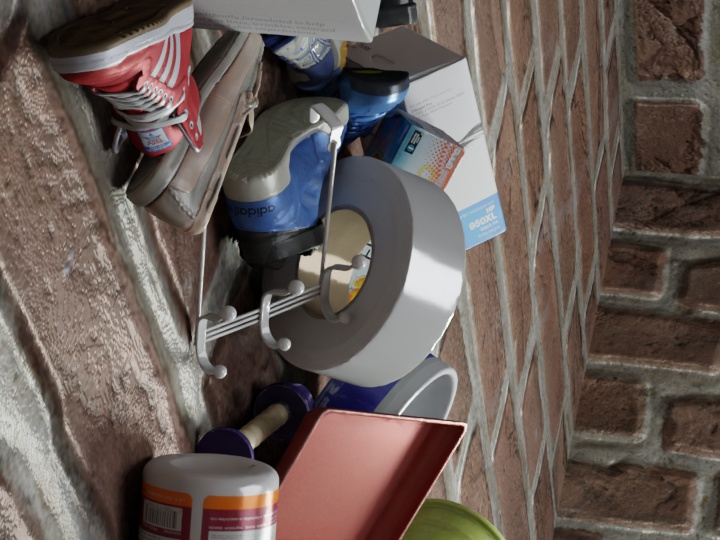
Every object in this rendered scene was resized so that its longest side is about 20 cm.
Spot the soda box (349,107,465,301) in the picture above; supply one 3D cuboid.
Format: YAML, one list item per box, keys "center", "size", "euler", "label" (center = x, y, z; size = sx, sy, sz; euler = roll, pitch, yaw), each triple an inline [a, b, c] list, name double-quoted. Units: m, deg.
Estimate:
- center: [0.018, -0.052, 1.793]
  size: [0.200, 0.068, 0.064]
  euler: [-61, -152, 11]
  label: "soda box"

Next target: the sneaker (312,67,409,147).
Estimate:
- center: [0.002, -0.153, 1.761]
  size: [0.200, 0.066, 0.079]
  euler: [-157, -112, -74]
  label: "sneaker"

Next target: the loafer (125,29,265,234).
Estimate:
- center: [-0.114, -0.108, 1.426]
  size: [0.063, 0.072, 0.200]
  euler: [40, 48, -18]
  label: "loafer"

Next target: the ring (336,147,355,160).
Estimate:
- center: [0.010, -0.033, 1.939]
  size: [0.200, 0.019, 0.201]
  euler: [-14, 90, -82]
  label: "ring"

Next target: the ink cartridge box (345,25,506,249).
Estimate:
- center: [0.062, -0.132, 1.898]
  size: [0.145, 0.084, 0.200]
  euler: [37, -32, 57]
  label: "ink cartridge box"

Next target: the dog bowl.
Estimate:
- center: [0.011, 0.163, 1.872]
  size: [0.200, 0.079, 0.200]
  euler: [-49, 161, -24]
  label: "dog bowl"

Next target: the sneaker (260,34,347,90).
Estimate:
- center: [-0.061, -0.219, 1.653]
  size: [0.088, 0.075, 0.200]
  euler: [-29, 159, -19]
  label: "sneaker"

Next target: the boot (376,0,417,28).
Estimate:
- center: [-0.004, -0.324, 1.669]
  size: [0.165, 0.065, 0.201]
  euler: [18, -61, 60]
  label: "boot"

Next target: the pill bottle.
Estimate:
- center: [-0.124, 0.252, 1.471]
  size: [0.110, 0.109, 0.201]
  euler: [-13, 108, -75]
  label: "pill bottle"

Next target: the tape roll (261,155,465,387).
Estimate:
- center: [0.000, 0.000, 1.678]
  size: [0.071, 0.202, 0.203]
  euler: [19, 74, -39]
  label: "tape roll"

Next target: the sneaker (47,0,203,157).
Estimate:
- center: [-0.157, -0.122, 1.283]
  size: [0.200, 0.071, 0.113]
  euler: [-50, 140, -69]
  label: "sneaker"

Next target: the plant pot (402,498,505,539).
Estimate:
- center: [0.059, 0.385, 2.122]
  size: [0.184, 0.200, 0.201]
  euler: [-27, 122, -60]
  label: "plant pot"

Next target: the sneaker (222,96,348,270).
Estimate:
- center: [-0.061, -0.074, 1.654]
  size: [0.200, 0.076, 0.112]
  euler: [-57, 145, -56]
  label: "sneaker"

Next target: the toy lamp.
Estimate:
- center: [-0.088, 0.142, 1.678]
  size: [0.200, 0.058, 0.058]
  euler: [-37, 131, -70]
  label: "toy lamp"

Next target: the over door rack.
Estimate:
- center: [-0.070, -0.019, 1.534]
  size: [0.147, 0.067, 0.201]
  euler: [-22, 124, -33]
  label: "over door rack"

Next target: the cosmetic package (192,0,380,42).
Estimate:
- center: [-0.065, -0.298, 1.385]
  size: [0.165, 0.164, 0.201]
  euler: [59, 40, -67]
  label: "cosmetic package"

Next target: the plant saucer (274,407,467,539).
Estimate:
- center: [-0.019, 0.206, 1.736]
  size: [0.199, 0.037, 0.200]
  euler: [10, 117, -46]
  label: "plant saucer"
